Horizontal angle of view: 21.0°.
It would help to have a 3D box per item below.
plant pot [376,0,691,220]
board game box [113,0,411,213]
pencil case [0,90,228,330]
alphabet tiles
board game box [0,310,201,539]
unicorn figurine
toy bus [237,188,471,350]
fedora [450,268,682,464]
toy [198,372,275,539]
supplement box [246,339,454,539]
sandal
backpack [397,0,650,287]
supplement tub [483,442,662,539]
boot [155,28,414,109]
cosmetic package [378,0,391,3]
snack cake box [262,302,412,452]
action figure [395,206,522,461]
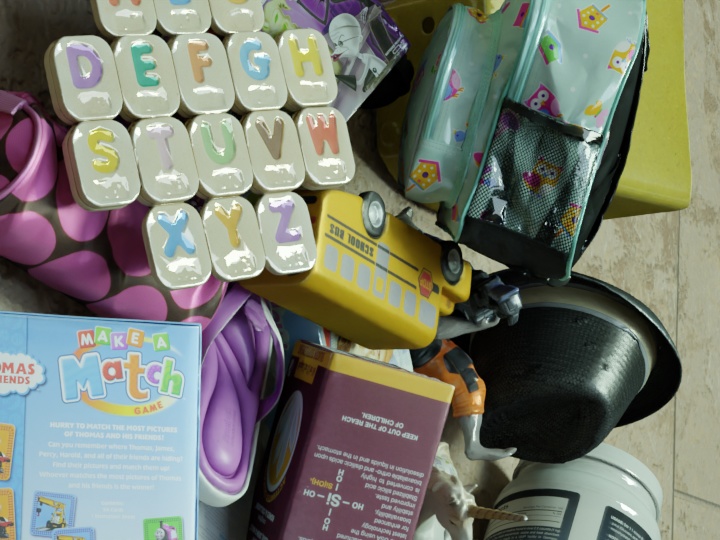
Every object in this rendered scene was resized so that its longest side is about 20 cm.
[{"bbox_3d":[0.117,-0.140,1.503,0.200,0.194,0.196,3,83,-45],"label":"plant pot"},{"bbox_3d":[-0.060,-0.122,1.191,0.120,0.032,0.200,48,56,-16],"label":"board game box"},{"bbox_3d":[-0.161,-0.033,1.136,0.094,0.091,0.200,-57,141,-2],"label":"pencil case"},{"bbox_3d":[-0.089,-0.090,1.128,0.200,0.015,0.196,-8,83,-40],"label":"alphabet tiles"},{"bbox_3d":[-0.165,0.126,1.089,0.151,0.037,0.201,5,81,-27],"label":"board game box"},{"bbox_3d":[0.043,0.174,1.297,0.200,0.074,0.138,-106,-154,-68],"label":"unicorn figurine"},{"bbox_3d":[0.000,0.000,1.271,0.200,0.065,0.079,29,62,-55],"label":"toy bus"},{"bbox_3d":[0.142,0.087,1.485,0.201,0.200,0.092,59,41,-34],"label":"fedora"},{"bbox_3d":[-0.112,0.124,1.223,0.115,0.047,0.200,49,41,-42],"label":"toy"},{"bbox_3d":[-0.019,0.153,1.239,0.085,0.110,0.201,16,88,-14],"label":"supplement box"},{"bbox_3d":[-0.074,0.053,1.216,0.082,0.050,0.203,34,46,-42],"label":"sandal"},{"bbox_3d":[0.110,-0.110,1.302,0.176,0.153,0.200,-85,-159,-85],"label":"backpack"},{"bbox_3d":[0.159,0.248,1.542,0.140,0.140,0.200,56,43,-37],"label":"supplement tub"},{"bbox_3d":[-0.064,-0.109,1.250,0.198,0.073,0.163,34,66,-36],"label":"boot"},{"bbox_3d":[0.031,-0.232,1.266,0.104,0.200,0.073,-50,119,-35],"label":"cosmetic package"},{"bbox_3d":[-0.021,0.061,1.355,0.115,0.067,0.201,-20,102,-56],"label":"snack cake box"},{"bbox_3d":[0.051,0.050,1.418,0.104,0.200,0.194,-18,95,-14],"label":"action figure"}]
